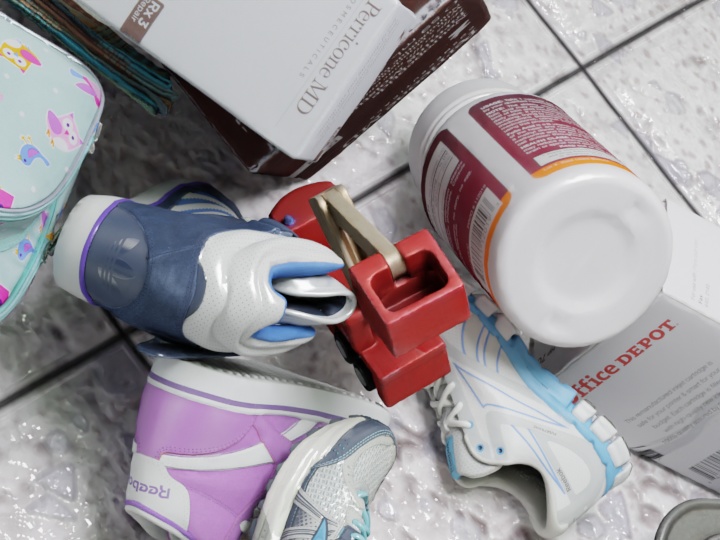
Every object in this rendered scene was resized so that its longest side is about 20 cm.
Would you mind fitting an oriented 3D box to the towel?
[{"bbox_3d":[-0.165,-0.145,1.175,0.146,0.022,0.200,39,3,-9],"label":"towel"}]

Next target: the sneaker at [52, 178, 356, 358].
[{"bbox_3d":[-0.064,0.006,1.115,0.146,0.081,0.200,19,7,16],"label":"sneaker"}]

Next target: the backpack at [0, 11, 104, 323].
[{"bbox_3d":[-0.235,-0.048,1.056,0.175,0.153,0.201,32,53,-21],"label":"backpack"}]

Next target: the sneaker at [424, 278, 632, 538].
[{"bbox_3d":[0.070,0.081,1.247,0.200,0.075,0.087,42,61,4],"label":"sneaker"}]

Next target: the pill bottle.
[{"bbox_3d":[0.104,-0.043,1.270,0.114,0.115,0.200,20,16,-24],"label":"pill bottle"}]

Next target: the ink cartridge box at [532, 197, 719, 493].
[{"bbox_3d":[0.230,0.060,1.321,0.199,0.146,0.086,28,49,-18],"label":"ink cartridge box"}]

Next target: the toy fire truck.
[{"bbox_3d":[0.000,0.000,1.161,0.049,0.141,0.200,-28,48,-11],"label":"toy fire truck"}]

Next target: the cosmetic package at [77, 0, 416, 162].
[{"bbox_3d":[-0.080,-0.154,1.081,0.200,0.102,0.074,35,6,6],"label":"cosmetic package"}]

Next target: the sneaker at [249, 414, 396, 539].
[{"bbox_3d":[-0.018,0.167,1.083,0.086,0.078,0.201,12,55,28],"label":"sneaker"}]

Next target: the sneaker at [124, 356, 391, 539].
[{"bbox_3d":[-0.062,0.110,1.140,0.200,0.072,0.115,13,92,-54],"label":"sneaker"}]

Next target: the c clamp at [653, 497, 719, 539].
[{"bbox_3d":[0.258,0.217,1.273,0.170,0.027,0.201,13,62,-22],"label":"c clamp"}]

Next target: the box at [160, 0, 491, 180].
[{"bbox_3d":[-0.038,-0.168,1.211,0.164,0.166,0.200,50,6,4],"label":"box"}]
